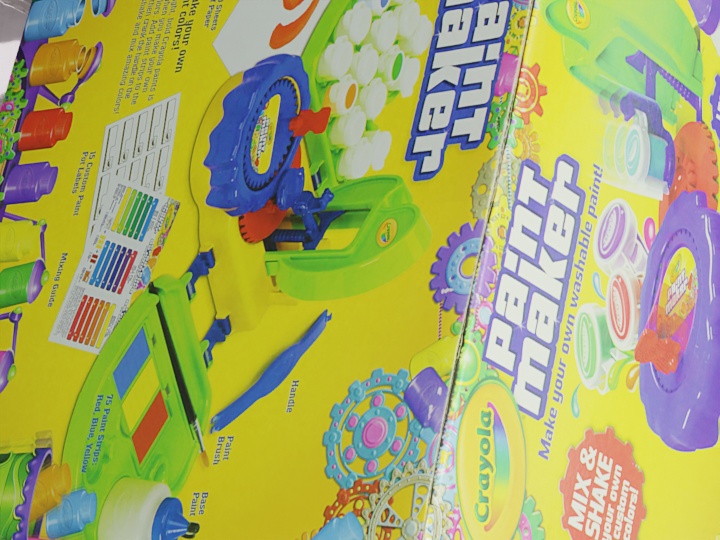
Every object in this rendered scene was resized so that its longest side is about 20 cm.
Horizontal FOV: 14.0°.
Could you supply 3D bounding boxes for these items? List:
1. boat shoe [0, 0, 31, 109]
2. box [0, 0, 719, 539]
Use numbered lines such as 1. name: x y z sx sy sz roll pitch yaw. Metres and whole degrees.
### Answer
1. boat shoe: -0.173 -0.079 0.919 0.199 0.069 0.072 16 74 15
2. box: 0.000 0.000 0.779 0.192 0.122 0.201 -5 64 42
